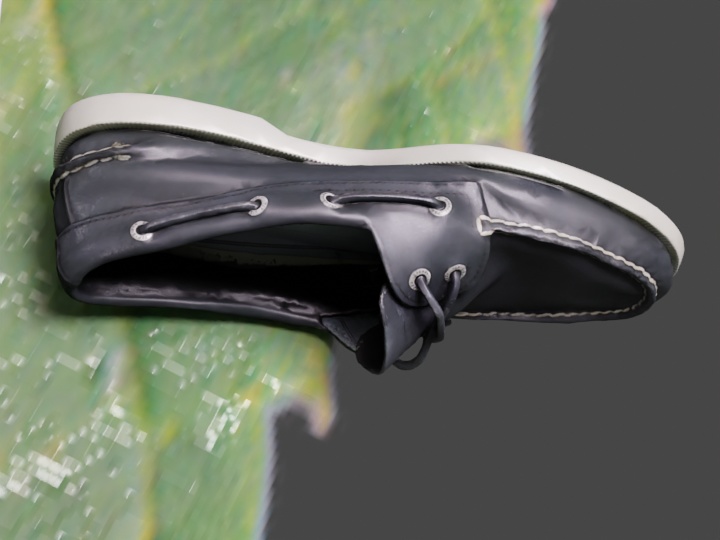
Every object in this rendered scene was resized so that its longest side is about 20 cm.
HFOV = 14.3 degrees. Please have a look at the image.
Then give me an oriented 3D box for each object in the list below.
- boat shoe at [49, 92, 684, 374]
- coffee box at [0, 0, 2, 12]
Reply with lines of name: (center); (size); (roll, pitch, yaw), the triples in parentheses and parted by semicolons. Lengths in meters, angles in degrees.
boat shoe: (0.000, -0.001, 0.880); (0.198, 0.075, 0.066); (13, 57, -8)
coffee box: (-0.210, -0.092, 0.778); (0.199, 0.198, 0.201); (14, 47, -15)
